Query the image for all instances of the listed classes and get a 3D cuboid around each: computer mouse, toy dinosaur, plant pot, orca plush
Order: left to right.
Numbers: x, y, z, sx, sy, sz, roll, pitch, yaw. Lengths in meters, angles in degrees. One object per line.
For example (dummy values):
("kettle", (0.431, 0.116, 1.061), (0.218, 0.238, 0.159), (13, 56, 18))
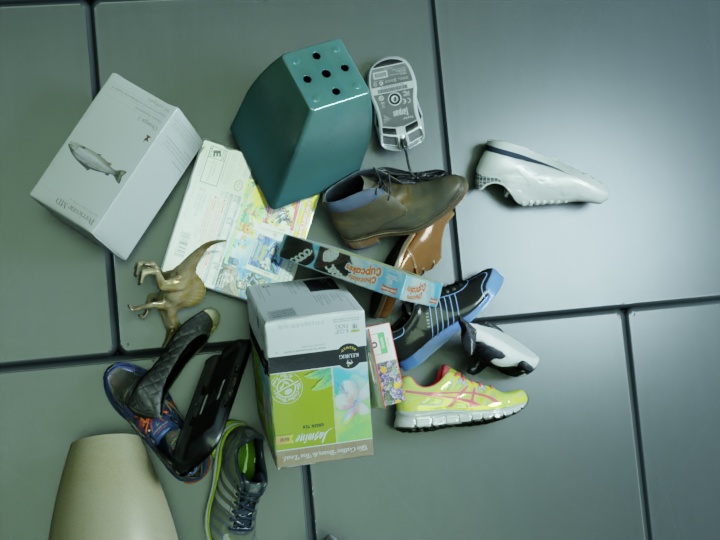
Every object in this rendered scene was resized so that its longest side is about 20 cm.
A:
("plant pot", (-0.327, 0.321, 1.585), (0.185, 0.187, 0.202), (-5, 73, -10))
("toy dinosaur", (-0.254, 0.014, 1.641), (0.100, 0.058, 0.201), (13, 123, -23))
("plant pot", (-0.069, -0.208, 1.621), (0.140, 0.200, 0.142), (-21, 71, -25))
("computer mouse", (0.059, -0.209, 1.743), (0.109, 0.044, 0.202), (-10, 80, 4))
("orca plush", (0.179, 0.126, 1.693), (0.105, 0.200, 0.071), (43, 102, 23))

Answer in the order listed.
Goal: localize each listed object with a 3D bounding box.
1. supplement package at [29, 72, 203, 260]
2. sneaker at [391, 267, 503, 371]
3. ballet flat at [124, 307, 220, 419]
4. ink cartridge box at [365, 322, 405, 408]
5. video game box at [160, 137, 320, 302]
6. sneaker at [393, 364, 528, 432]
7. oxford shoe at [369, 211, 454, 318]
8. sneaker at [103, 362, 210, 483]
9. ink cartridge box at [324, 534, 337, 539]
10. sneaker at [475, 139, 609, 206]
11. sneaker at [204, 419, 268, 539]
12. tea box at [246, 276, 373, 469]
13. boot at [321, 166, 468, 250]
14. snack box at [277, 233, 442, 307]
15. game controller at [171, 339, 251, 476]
("supplement package", (-0.324, -0.138, 1.626), (0.116, 0.117, 0.201), (29, 80, 17))
("sneaker", (0.113, 0.052, 1.724), (0.200, 0.070, 0.078), (-41, 99, -9))
("ballet flat", (-0.243, 0.127, 1.632), (0.056, 0.067, 0.200), (24, 50, 14))
("ink cartridge box", (0.022, 0.128, 1.635), (0.050, 0.200, 0.110), (-11, 87, -12))
("video game box", (-0.165, -0.062, 1.699), (0.181, 0.047, 0.202), (18, 83, -5))
("sneaker", (0.142, 0.175, 1.718), (0.198, 0.078, 0.091), (-3, 76, -13))
("oxford shoe", (0.076, -0.014, 1.725), (0.071, 0.071, 0.201), (30, 81, -13))
("sneaker", (-0.272, 0.203, 1.642), (0.075, 0.078, 0.200), (-43, 93, -11))
("ink cartridge box", (0.026, 0.454, 1.622), (0.199, 0.176, 0.084), (37, 80, -4))
("sneaker", (0.265, -0.127, 1.772), (0.198, 0.076, 0.081), (18, 94, -3))
("sneaker", (-0.164, 0.305, 1.641), (0.073, 0.081, 0.202), (1, 86, -31))
("tea box", (-0.068, 0.129, 1.599), (0.132, 0.200, 0.199), (-7, 103, -10))
("boot", (0.044, -0.100, 1.671), (0.199, 0.097, 0.075), (-24, 45, 18))
("snack box", (0.000, 0.000, 1.637), (0.199, 0.116, 0.037), (19, 93, 29))
("game controller", (-0.194, 0.178, 1.603), (0.042, 0.104, 0.201), (41, 39, -24))
